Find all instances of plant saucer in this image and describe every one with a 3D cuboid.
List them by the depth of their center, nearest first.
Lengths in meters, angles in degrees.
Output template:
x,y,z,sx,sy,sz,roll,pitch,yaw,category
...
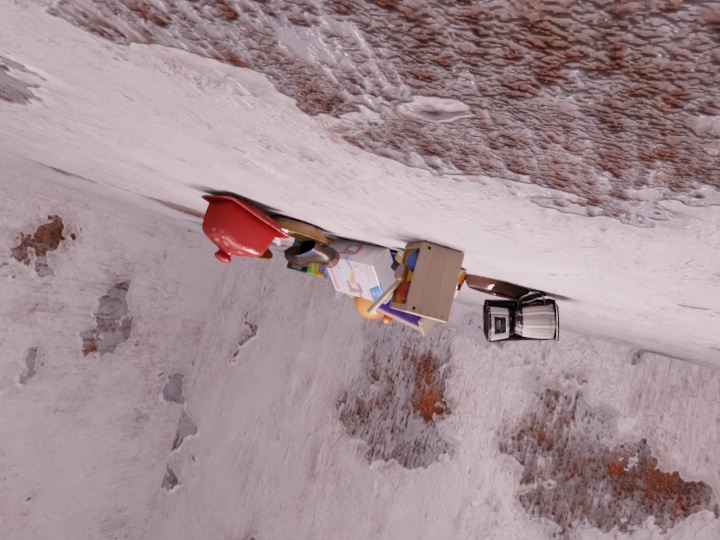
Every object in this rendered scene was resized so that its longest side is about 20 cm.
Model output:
x,y,z,sx,sy,sz,roll,pitch,yaw,category
-0.180,-0.114,1.666,0.198,0.036,0.200,16,178,1,plant saucer
0.398,0.053,1.802,0.198,0.035,0.200,16,176,1,plant saucer

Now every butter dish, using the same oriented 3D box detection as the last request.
x,y,z,sx,sy,sz,roll,pitch,yaw,category
-0.314,-0.088,1.521,0.199,0.149,0.199,35,166,-34,butter dish

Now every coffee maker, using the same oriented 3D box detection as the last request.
x,y,z,sx,sy,sz,roll,pitch,yaw,category
0.450,0.147,1.733,0.197,0.137,0.192,-1,162,8,coffee maker

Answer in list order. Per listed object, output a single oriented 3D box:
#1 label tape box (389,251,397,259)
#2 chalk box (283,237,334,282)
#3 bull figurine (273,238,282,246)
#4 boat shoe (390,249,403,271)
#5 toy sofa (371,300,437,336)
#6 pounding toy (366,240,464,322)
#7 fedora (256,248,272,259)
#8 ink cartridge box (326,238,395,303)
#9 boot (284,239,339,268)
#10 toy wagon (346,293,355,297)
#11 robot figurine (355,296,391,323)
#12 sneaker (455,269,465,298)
x,y,z,sx,sy,sz,roll,pitch,yaw,category
0.125,-0.007,1.784,0.198,0.067,0.143,16,178,-37,label tape box
-0.141,-0.046,1.883,0.199,0.126,0.124,19,176,-40,chalk box
-0.339,-0.122,1.884,0.198,0.066,0.121,25,141,-20,bull figurine
0.146,0.013,1.655,0.200,0.062,0.075,37,-176,-47,boat shoe
0.126,0.098,1.756,0.199,0.083,0.098,23,147,40,toy sofa
0.121,0.033,1.406,0.140,0.187,0.200,16,177,-10,pounding toy
-0.320,-0.112,1.724,0.199,0.082,0.201,34,-168,-8,fedora
0.000,0.000,1.747,0.198,0.085,0.146,14,137,39,ink cartridge box
-0.158,-0.059,1.696,0.198,0.076,0.097,4,159,38,boot
-0.044,0.007,2.048,0.154,0.040,0.201,28,-152,-37,toy wagon
0.056,0.099,2.016,0.115,0.146,0.199,5,-174,27,robot figurine
0.249,0.021,1.736,0.091,0.076,0.200,23,172,13,sneaker
